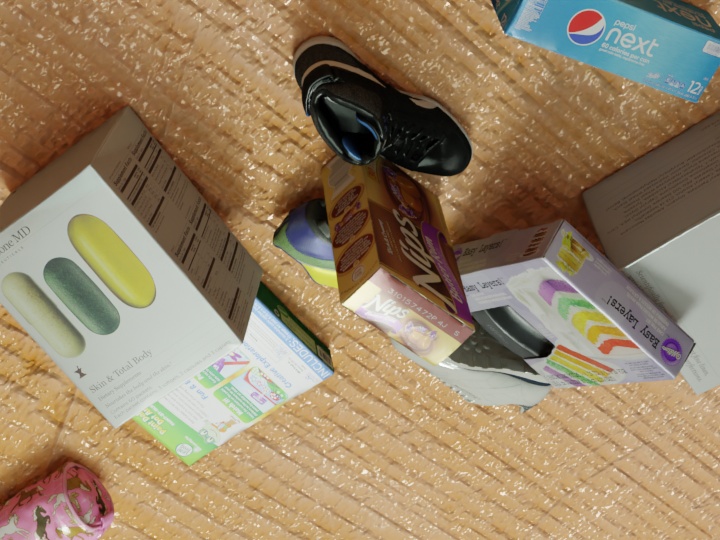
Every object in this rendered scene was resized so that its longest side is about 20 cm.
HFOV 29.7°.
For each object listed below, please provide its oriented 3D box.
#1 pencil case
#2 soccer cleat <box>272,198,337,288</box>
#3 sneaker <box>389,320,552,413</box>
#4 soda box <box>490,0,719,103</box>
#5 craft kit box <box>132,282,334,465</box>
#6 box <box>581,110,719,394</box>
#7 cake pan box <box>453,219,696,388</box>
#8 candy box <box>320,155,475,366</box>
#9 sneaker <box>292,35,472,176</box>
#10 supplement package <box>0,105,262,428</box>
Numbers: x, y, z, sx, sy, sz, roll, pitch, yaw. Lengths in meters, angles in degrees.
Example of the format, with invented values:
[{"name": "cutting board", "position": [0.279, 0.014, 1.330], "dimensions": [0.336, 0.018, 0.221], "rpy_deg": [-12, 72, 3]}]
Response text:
[{"name": "pencil case", "position": [-0.361, 0.289, 1.470], "dimensions": [0.199, 0.083, 0.087], "rpy_deg": [-35, 123, 17]}, {"name": "soccer cleat", "position": [0.000, -0.001, 1.325], "dimensions": [0.083, 0.065, 0.200], "rpy_deg": [-27, 130, 36]}, {"name": "sneaker", "position": [0.112, 0.100, 1.406], "dimensions": [0.198, 0.077, 0.081], "rpy_deg": [19, 132, -19]}, {"name": "soda box", "position": [0.217, -0.216, 1.181], "dimensions": [0.198, 0.068, 0.064], "rpy_deg": [16, 122, -19]}, {"name": "craft kit box", "position": [-0.162, 0.085, 1.371], "dimensions": [0.197, 0.049, 0.200], "rpy_deg": [-34, 124, 14]}, {"name": "box", "position": [0.352, -0.023, 1.308], "dimensions": [0.199, 0.131, 0.199], "rpy_deg": [-31, 125, 15]}, {"name": "cake pan box", "position": [0.188, 0.037, 1.293], "dimensions": [0.184, 0.052, 0.200], "rpy_deg": [43, 157, -18]}, {"name": "candy box", "position": [0.030, -0.020, 1.218], "dimensions": [0.116, 0.201, 0.056], "rpy_deg": [34, 115, -29]}, {"name": "sneaker", "position": [0.023, -0.116, 1.201], "dimensions": [0.199, 0.112, 0.073], "rpy_deg": [30, 119, -27]}, {"name": "supplement package", "position": [-0.211, -0.004, 1.198], "dimensions": [0.151, 0.151, 0.200], "rpy_deg": [-33, 109, 17]}]
